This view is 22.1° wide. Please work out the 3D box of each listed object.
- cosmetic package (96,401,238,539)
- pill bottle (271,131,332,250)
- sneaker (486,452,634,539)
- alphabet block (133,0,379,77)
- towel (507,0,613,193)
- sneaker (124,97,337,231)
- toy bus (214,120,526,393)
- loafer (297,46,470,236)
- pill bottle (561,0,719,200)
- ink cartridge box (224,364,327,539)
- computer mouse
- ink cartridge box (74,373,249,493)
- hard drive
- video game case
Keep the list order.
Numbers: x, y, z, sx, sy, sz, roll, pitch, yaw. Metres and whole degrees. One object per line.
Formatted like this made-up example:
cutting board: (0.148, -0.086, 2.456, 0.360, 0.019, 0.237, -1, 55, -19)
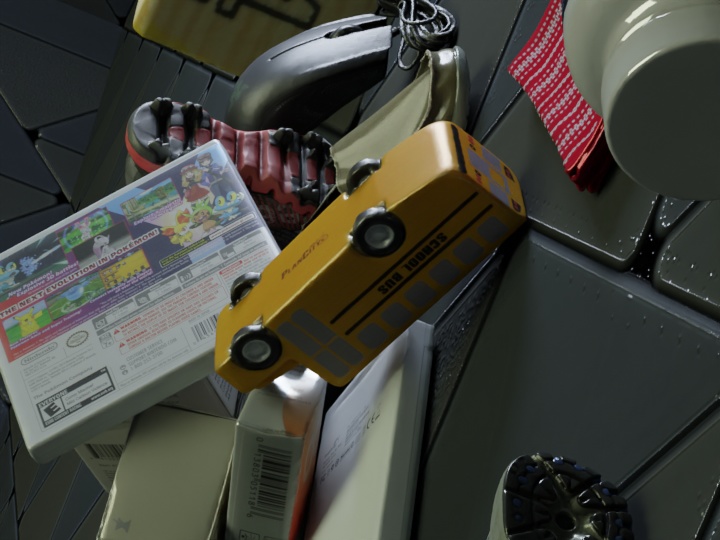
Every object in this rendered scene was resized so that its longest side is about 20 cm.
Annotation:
cosmetic package: (-0.115, 0.177, 1.241, 0.200, 0.071, 0.105, 84, -162, -63)
pill bottle: (-0.080, -0.009, 1.439, 0.116, 0.116, 0.200, 133, 154, -56)
sneaker: (0.072, 0.173, 0.750, 0.200, 0.077, 0.085, -74, 4, -49)
alphabet block: (-0.077, -0.304, 1.686, 0.196, 0.196, 0.200, -87, 23, -54)
towel: (0.135, -0.139, 1.031, 0.145, 0.022, 0.200, -63, 15, 19)
sneaker: (-0.083, -0.060, 1.360, 0.098, 0.200, 0.071, 120, 158, -46)
toy bus: (0.000, 0.000, 1.100, 0.200, 0.078, 0.065, -43, 27, 22)
loafer: (0.014, -0.070, 1.275, 0.075, 0.070, 0.200, -96, 31, -61)
pill bottle: (0.142, -0.124, 0.803, 0.200, 0.111, 0.111, -85, 22, -48)
ink cartridge box: (-0.042, 0.111, 1.222, 0.200, 0.050, 0.162, -63, -16, -55)
computer mouse: (-0.032, -0.161, 1.406, 0.200, 0.053, 0.139, -37, 31, 5)
ink cartridge box: (-0.148, 0.076, 1.324, 0.200, 0.146, 0.084, 66, -150, -48)
hard drive: (-0.001, 0.143, 1.118, 0.132, 0.026, 0.200, 127, 159, -47)
video game case: (-0.151, 0.016, 1.225, 0.200, 0.023, 0.182, -29, 46, -2)
